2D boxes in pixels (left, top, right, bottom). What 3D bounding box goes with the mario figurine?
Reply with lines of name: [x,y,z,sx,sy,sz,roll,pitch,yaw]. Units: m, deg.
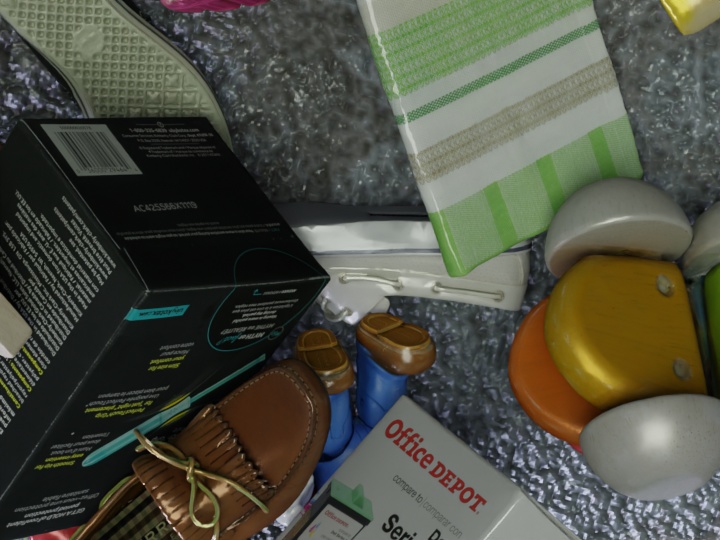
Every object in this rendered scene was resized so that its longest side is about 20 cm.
mario figurine: [0.011,0.132,1.267,0.122,0.106,0.202,3,121,9]

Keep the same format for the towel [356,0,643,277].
towel: [0.072,-0.116,1.223,0.148,0.031,0.202,-26,106,-27]

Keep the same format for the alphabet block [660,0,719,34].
alphabet block: [0.190,-0.264,1.130,0.199,0.195,0.197,-34,98,10]

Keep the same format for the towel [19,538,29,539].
towel: [-0.227,0.167,1.349,0.198,0.023,0.145,-1,105,3]

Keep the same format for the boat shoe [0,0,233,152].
boat shoe: [-0.141,-0.119,1.253,0.074,0.062,0.200,-38,115,6]

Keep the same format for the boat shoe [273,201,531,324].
boat shoe: [0.000,0.000,1.273,0.198,0.071,0.071,0,102,-4]

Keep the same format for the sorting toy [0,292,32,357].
sorting toy: [-0.294,-0.022,1.094,0.070,0.198,0.200,-57,140,-20]

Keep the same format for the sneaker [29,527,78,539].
sneaker: [-0.099,0.188,1.284,0.199,0.116,0.079,24,98,-15]

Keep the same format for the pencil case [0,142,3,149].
pencil case: [-0.291,-0.055,1.259,0.198,0.087,0.083,19,143,-2]

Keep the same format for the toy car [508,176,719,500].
toy car: [0.177,0.054,1.237,0.198,0.150,0.176,4,62,-23]

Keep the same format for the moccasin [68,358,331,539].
moccasin: [-0.094,0.119,1.195,0.201,0.078,0.074,-36,75,25]

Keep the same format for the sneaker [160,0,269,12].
sneaker: [-0.035,-0.216,1.213,0.199,0.081,0.089,-34,85,2]

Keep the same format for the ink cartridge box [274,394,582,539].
ink cartridge box: [0.013,0.184,1.171,0.200,0.145,0.084,-48,121,-4]

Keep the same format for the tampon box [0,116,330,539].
tampon box: [-0.147,0.031,1.202,0.127,0.149,0.200,52,121,24]
